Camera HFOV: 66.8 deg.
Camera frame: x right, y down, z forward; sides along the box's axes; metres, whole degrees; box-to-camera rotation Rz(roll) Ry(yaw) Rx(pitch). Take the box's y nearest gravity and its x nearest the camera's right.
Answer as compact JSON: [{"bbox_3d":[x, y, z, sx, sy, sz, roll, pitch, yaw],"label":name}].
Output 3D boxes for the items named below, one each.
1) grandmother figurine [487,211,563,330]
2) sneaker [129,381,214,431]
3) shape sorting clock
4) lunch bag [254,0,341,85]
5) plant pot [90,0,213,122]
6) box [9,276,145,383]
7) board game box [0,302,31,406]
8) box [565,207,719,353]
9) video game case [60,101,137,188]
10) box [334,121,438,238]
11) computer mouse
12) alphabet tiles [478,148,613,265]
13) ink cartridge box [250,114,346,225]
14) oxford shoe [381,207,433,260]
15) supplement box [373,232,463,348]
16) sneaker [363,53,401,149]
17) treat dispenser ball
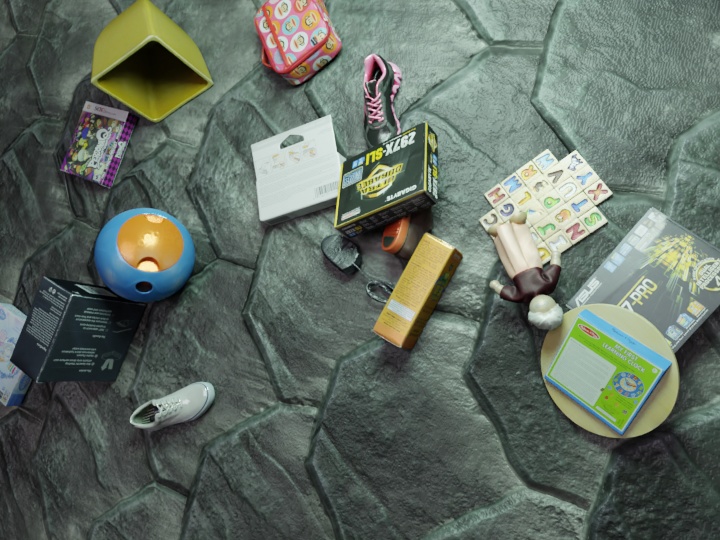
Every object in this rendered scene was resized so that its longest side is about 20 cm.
[{"bbox_3d":[0.267,0.007,0.882,0.121,0.061,0.200,-33,55,25],"label":"grandmother figurine"},{"bbox_3d":[-0.398,0.293,1.151,0.200,0.071,0.073,-30,69,17],"label":"sneaker"},{"bbox_3d":[0.366,0.149,0.816,0.200,0.039,0.200,12,107,46],"label":"shape sorting clock"},{"bbox_3d":[-0.147,-0.511,1.189,0.176,0.082,0.200,-32,67,20],"label":"lunch bag"},{"bbox_3d":[-0.499,-0.516,1.292,0.195,0.194,0.200,-25,66,19],"label":"plant pot"},{"bbox_3d":[-0.623,0.136,1.215,0.117,0.197,0.200,22,90,27],"label":"box"},{"bbox_3d":[-0.913,0.215,1.419,0.200,0.043,0.199,26,92,27],"label":"board game box"},{"bbox_3d":[0.443,0.031,0.827,0.161,0.049,0.200,44,101,27],"label":"box"},{"bbox_3d":[-0.681,-0.330,1.420,0.181,0.036,0.200,20,89,28],"label":"video game case"},{"bbox_3d":[0.047,-0.163,0.997,0.200,0.049,0.160,-19,51,35],"label":"box"},{"bbox_3d":[0.000,0.000,1.051,0.059,0.034,0.200,-45,70,-7],"label":"computer mouse"},{"bbox_3d":[0.313,-0.108,0.936,0.200,0.006,0.167,-36,68,15],"label":"alphabet tiles"},{"bbox_3d":[-0.126,-0.205,1.135,0.200,0.045,0.177,-15,75,21],"label":"ink cartridge box"},{"bbox_3d":[0.102,-0.112,1.011,0.071,0.072,0.200,-8,58,61],"label":"oxford shoe"},{"bbox_3d":[0.103,0.038,0.972,0.069,0.067,0.200,28,93,26],"label":"supplement box"},{"bbox_3d":[0.031,-0.325,1.060,0.079,0.095,0.200,-3,80,22],"label":"sneaker"},{"bbox_3d":[-0.459,-0.032,1.170,0.201,0.201,0.201,-5,78,24],"label":"treat dispenser ball"}]
